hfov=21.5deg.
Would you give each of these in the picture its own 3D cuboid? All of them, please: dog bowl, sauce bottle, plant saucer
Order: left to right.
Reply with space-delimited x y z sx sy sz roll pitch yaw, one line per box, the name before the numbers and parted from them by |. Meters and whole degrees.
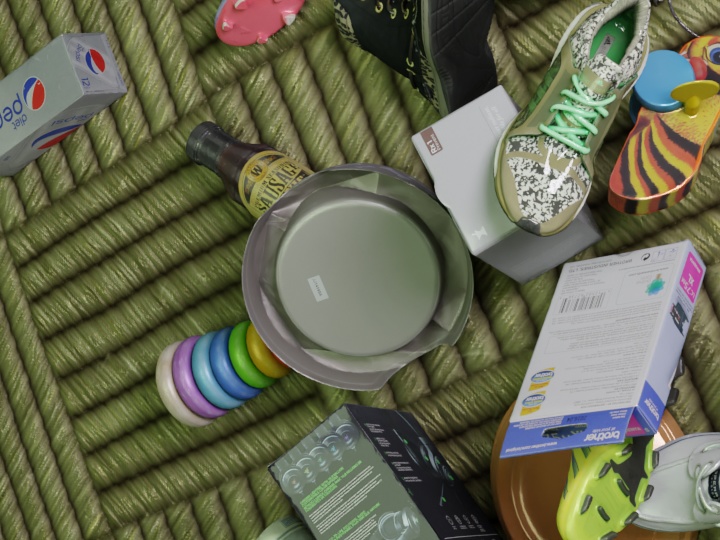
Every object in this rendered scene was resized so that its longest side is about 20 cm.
sauce bottle | -0.078 -0.073 1.714 0.199 0.066 0.067 31 115 29
dog bowl | 0.000 0.000 1.619 0.198 0.059 0.202 3 111 7
plant saucer | 0.187 0.183 1.569 0.199 0.037 0.202 7 101 37

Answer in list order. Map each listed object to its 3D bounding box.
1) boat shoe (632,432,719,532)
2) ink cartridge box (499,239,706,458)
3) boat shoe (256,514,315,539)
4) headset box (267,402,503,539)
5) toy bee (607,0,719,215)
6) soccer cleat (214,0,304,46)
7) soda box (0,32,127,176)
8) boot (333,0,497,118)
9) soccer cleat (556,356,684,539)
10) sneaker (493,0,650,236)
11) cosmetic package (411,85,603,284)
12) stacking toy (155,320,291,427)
boat shoe | 0.282 0.156 1.447 0.199 0.067 0.074 -20 86 27
ink cartridge box | 0.188 0.069 1.463 0.119 0.201 0.042 -12 129 39
boat shoe | -0.093 0.326 1.791 0.071 0.070 0.202 43 119 28
headset box | 0.031 0.209 1.597 0.093 0.174 0.201 -40 73 12
toy bee | 0.255 -0.134 1.418 0.108 0.131 0.202 12 95 11
soccer cleat | -0.070 -0.283 1.683 0.200 0.066 0.077 -52 35 38
soda box | -0.324 -0.162 1.893 0.199 0.063 0.069 -30 78 37
boot | 0.036 -0.219 1.549 0.154 0.073 0.204 39 159 31
soccer cleat | 0.190 0.133 1.481 0.083 0.201 0.065 -7 136 44
sneaker | 0.153 -0.120 1.337 0.076 0.201 0.089 24 160 0
cosmetic package | 0.117 -0.062 1.469 0.090 0.200 0.107 -29 78 8
stacking toy | -0.094 0.078 1.747 0.199 0.085 0.086 -24 83 34
